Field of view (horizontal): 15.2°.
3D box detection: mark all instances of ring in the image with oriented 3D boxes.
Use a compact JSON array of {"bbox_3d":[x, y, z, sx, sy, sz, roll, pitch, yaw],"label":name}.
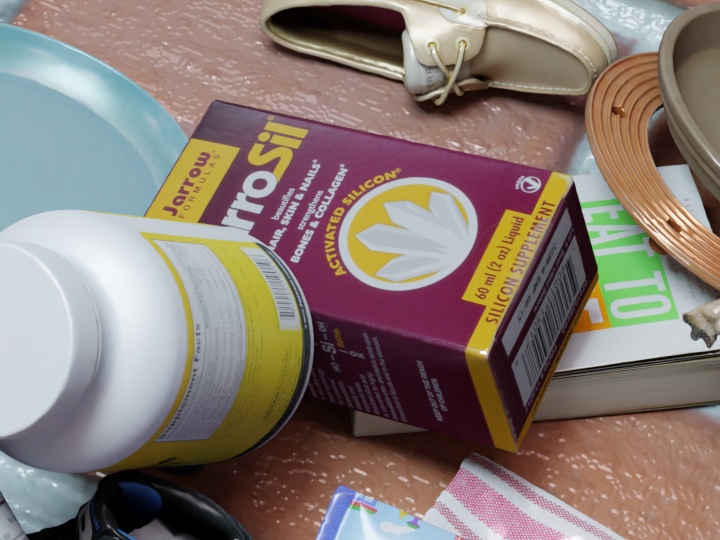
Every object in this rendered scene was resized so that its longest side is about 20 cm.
[{"bbox_3d":[0.202,-0.039,1.401,0.200,0.019,0.201,21,37,-17],"label":"ring"}]

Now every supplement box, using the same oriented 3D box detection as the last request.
[{"bbox_3d":[0.000,0.000,1.301,0.200,0.086,0.110,13,58,24],"label":"supplement box"}]

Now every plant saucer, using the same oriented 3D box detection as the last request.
[{"bbox_3d":[0.239,-0.065,1.417,0.200,0.029,0.200,21,37,-17],"label":"plant saucer"},{"bbox_3d":[-0.179,-0.061,1.378,0.200,0.027,0.200,17,35,-12],"label":"plant saucer"}]

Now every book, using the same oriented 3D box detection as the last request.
[{"bbox_3d":[0.084,0.013,1.376,0.200,0.048,0.134,-7,52,-7],"label":"book"}]

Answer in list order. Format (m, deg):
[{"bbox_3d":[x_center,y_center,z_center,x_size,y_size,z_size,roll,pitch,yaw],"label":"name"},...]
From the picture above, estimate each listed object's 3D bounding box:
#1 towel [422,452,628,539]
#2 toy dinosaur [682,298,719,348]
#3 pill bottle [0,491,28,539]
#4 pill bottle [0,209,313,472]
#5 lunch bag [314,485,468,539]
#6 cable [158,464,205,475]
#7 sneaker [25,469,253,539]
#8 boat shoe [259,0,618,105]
[{"bbox_3d":[0.063,0.183,1.246,0.146,0.030,0.200,30,55,16],"label":"towel"},{"bbox_3d":[0.239,0.046,1.300,0.135,0.200,0.086,-27,21,-27],"label":"toy dinosaur"},{"bbox_3d":[-0.192,0.135,1.135,0.111,0.111,0.200,-29,90,-25],"label":"pill bottle"},{"bbox_3d":[-0.109,0.031,1.169,0.112,0.112,0.200,37,13,21],"label":"pill bottle"},{"bbox_3d":[0.018,0.220,1.155,0.150,0.094,0.200,22,65,6],"label":"lunch bag"},{"bbox_3d":[-0.158,0.031,1.304,0.200,0.097,0.050,18,40,4],"label":"cable"},{"bbox_3d":[-0.141,0.130,1.213,0.200,0.112,0.073,1,51,-5],"label":"sneaker"},{"bbox_3d":[0.039,-0.124,1.462,0.200,0.074,0.069,16,54,19],"label":"boat shoe"}]
